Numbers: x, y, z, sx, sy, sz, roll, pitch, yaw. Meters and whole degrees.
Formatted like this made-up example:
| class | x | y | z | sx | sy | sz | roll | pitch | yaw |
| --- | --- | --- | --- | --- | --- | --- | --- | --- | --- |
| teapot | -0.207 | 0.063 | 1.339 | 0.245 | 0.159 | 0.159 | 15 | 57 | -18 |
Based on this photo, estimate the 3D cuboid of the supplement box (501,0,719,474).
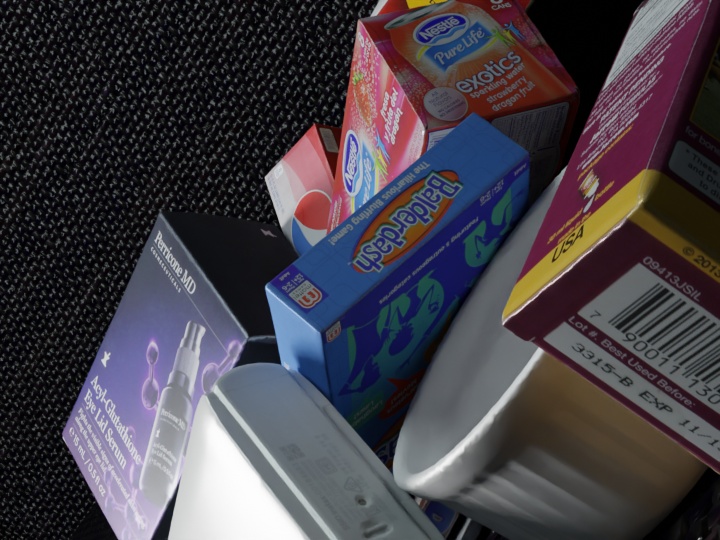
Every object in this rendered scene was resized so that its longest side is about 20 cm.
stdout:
| class | x | y | z | sx | sy | sz | roll | pitch | yaw |
| --- | --- | --- | --- | --- | --- | --- | --- | --- | --- |
| supplement box | 0.158 | -0.036 | 0.660 | 0.103 | 0.130 | 0.201 | -46 | 12 | 52 |

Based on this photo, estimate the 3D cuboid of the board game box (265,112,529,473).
| class | x | y | z | sx | sy | sz | roll | pitch | yaw |
| --- | --- | --- | --- | --- | --- | --- | --- | --- | --- |
| board game box | 0.027 | 0.031 | 0.900 | 0.152 | 0.045 | 0.201 | -41 | -29 | -21 |

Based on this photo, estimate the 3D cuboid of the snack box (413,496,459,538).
| class | x | y | z | sx | sy | sz | roll | pitch | yaw |
| --- | --- | --- | --- | --- | --- | --- | --- | --- | --- |
| snack box | 0.022 | 0.182 | 0.985 | 0.201 | 0.024 | 0.072 | -60 | 0 | -9 |

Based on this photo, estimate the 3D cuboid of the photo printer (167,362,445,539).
| class | x | y | z | sx | sy | sz | roll | pitch | yaw |
| --- | --- | --- | --- | --- | --- | --- | --- | --- | --- |
| photo printer | -0.036 | 0.173 | 0.839 | 0.069 | 0.166 | 0.201 | -14 | -45 | -34 |

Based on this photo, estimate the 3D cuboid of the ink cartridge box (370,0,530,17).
| class | x | y | z | sx | sy | sz | roll | pitch | yaw |
| --- | --- | --- | --- | --- | --- | --- | --- | --- | --- |
| ink cartridge box | 0.125 | -0.182 | 1.202 | 0.084 | 0.199 | 0.176 | -61 | 7 | -27 |

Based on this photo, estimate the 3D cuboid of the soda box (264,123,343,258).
| class | x | y | z | sx | sy | sz | roll | pitch | yaw |
| --- | --- | --- | --- | --- | --- | --- | --- | --- | --- |
| soda box | 0.000 | 0.000 | 1.145 | 0.070 | 0.063 | 0.201 | -43 | 53 | 36 |

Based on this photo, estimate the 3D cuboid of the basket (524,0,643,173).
| class | x | y | z | sx | sy | sz | roll | pitch | yaw |
| --- | --- | --- | --- | --- | --- | --- | --- | --- | --- |
| basket | 0.181 | -0.159 | 1.032 | 0.200 | 0.135 | 0.182 | -58 | -16 | -53 |

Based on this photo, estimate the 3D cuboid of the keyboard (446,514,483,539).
| class | x | y | z | sx | sy | sz | roll | pitch | yaw |
| --- | --- | --- | --- | --- | --- | --- | --- | --- | --- |
| keyboard | 0.044 | 0.182 | 0.958 | 0.201 | 0.011 | 0.056 | -60 | 3 | -25 |

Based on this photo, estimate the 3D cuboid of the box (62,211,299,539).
| class | x | y | z | sx | sy | sz | roll | pitch | yaw |
| --- | --- | --- | --- | --- | --- | --- | --- | --- | --- |
| box | -0.103 | 0.084 | 1.127 | 0.148 | 0.104 | 0.201 | 49 | 122 | 43 |

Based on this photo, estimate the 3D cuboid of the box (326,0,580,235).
| class | x | y | z | sx | sy | sz | roll | pitch | yaw |
| --- | --- | --- | --- | --- | --- | --- | --- | --- | --- |
| box | 0.048 | -0.055 | 0.972 | 0.201 | 0.099 | 0.096 | 99 | 150 | -49 |

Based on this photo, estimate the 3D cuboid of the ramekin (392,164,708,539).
| class | x | y | z | sx | sy | sz | roll | pitch | yaw |
| --- | --- | --- | --- | --- | --- | --- | --- | --- | --- |
| ramekin | 0.109 | 0.042 | 0.781 | 0.201 | 0.097 | 0.201 | -55 | 7 | 10 |
